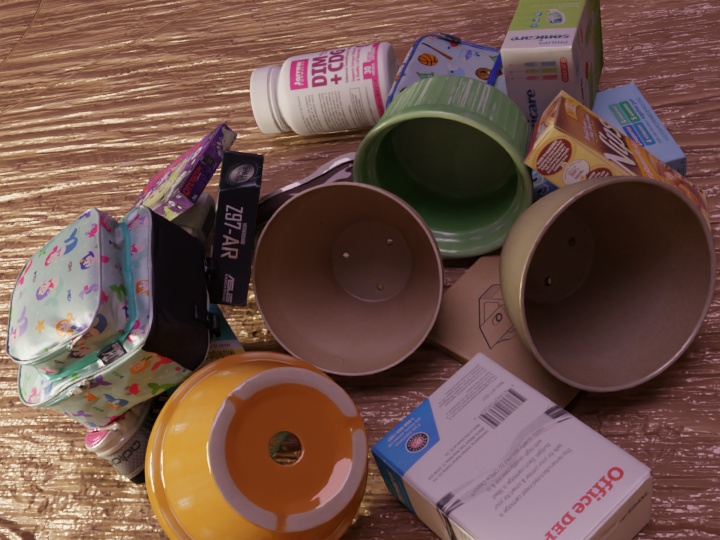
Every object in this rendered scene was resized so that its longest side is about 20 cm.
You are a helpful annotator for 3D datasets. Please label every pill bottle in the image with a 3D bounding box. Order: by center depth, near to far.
[{"bbox_3d":[-0.047,-0.253,1.271,0.200,0.113,0.113,-6,45,14],"label":"pill bottle"}]

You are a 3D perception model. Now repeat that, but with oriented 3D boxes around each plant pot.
[{"bbox_3d":[-0.076,0.157,0.759,0.200,0.183,0.200,4,73,-15],"label":"plant pot"},{"bbox_3d":[0.000,0.000,0.972,0.200,0.200,0.134,-4,8,15],"label":"plant pot"}]

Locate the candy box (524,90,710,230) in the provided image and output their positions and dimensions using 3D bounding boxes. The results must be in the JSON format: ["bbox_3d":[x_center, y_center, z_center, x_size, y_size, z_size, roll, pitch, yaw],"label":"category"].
[{"bbox_3d":[0.274,-0.098,0.951,0.200,0.055,0.115,35,33,-4],"label":"candy box"}]

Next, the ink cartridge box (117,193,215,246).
[{"bbox_3d":[-0.304,-0.029,1.182,0.200,0.057,0.163,1,47,13],"label":"ink cartridge box"}]

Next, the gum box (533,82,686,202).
[{"bbox_3d":[0.271,-0.146,1.106,0.200,0.045,0.170,-15,43,3],"label":"gum box"}]

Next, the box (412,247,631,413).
[{"bbox_3d":[0.180,0.055,0.952,0.163,0.021,0.200,-42,49,-22],"label":"box"}]

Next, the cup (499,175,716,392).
[{"bbox_3d":[0.213,0.000,0.866,0.200,0.200,0.143,-28,20,-10],"label":"cup"}]

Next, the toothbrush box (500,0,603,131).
[{"bbox_3d":[0.240,-0.261,1.097,0.086,0.146,0.200,4,44,24],"label":"toothbrush box"}]

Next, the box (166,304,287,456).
[{"bbox_3d":[-0.159,0.108,0.932,0.082,0.049,0.200,-1,45,-45],"label":"box"}]

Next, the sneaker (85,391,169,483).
[{"bbox_3d":[-0.216,0.154,0.957,0.074,0.087,0.200,-26,17,21],"label":"sneaker"}]

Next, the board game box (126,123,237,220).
[{"bbox_3d":[-0.236,-0.099,1.110,0.200,0.032,0.120,-24,29,47],"label":"board game box"}]

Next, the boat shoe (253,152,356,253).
[{"bbox_3d":[-0.070,-0.073,1.123,0.200,0.072,0.060,-29,60,8],"label":"boat shoe"}]

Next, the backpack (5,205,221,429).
[{"bbox_3d":[-0.252,0.051,0.867,0.200,0.151,0.178,-36,46,28],"label":"backpack"}]

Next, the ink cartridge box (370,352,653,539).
[{"bbox_3d":[0.132,0.187,0.790,0.146,0.084,0.200,-37,47,-19],"label":"ink cartridge box"}]

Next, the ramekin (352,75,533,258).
[{"bbox_3d":[0.100,-0.119,1.003,0.200,0.200,0.098,2,43,20],"label":"ramekin"}]

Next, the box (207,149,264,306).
[{"bbox_3d":[-0.139,-0.054,1.009,0.044,0.160,0.200,7,6,-7],"label":"box"}]

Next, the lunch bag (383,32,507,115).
[{"bbox_3d":[0.122,-0.214,1.126,0.160,0.076,0.200,18,53,9],"label":"lunch bag"}]
